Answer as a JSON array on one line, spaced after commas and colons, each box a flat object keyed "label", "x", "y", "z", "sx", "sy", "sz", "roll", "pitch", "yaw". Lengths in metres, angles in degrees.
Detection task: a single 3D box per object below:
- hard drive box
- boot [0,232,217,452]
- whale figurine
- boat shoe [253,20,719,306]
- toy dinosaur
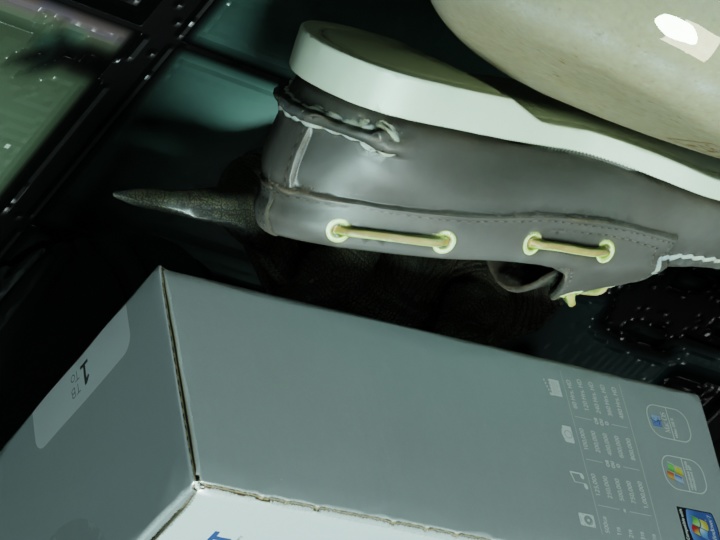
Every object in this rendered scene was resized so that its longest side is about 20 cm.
[{"label": "hard drive box", "x": -0.009, "y": 0.091, "z": 0.889, "sx": 0.199, "sy": 0.077, "sz": 0.156, "roll": 14, "pitch": 138, "yaw": -32}, {"label": "boot", "x": -0.103, "y": 0.081, "z": 0.974, "sx": 0.198, "sy": 0.074, "sz": 0.163, "roll": -30, "pitch": 142, "yaw": 9}, {"label": "whale figurine", "x": 0.117, "y": -0.084, "z": 0.837, "sx": 0.199, "sy": 0.159, "sz": 0.104, "roll": 22, "pitch": 87, "yaw": -21}, {"label": "boat shoe", "x": 0.051, "y": -0.024, "z": 0.884, "sx": 0.200, "sy": 0.072, "sz": 0.061, "roll": 13, "pitch": 104, "yaw": -39}, {"label": "toy dinosaur", "x": 0.000, "y": 0.000, "z": 0.923, "sx": 0.199, "sy": 0.103, "sz": 0.077, "roll": 13, "pitch": 138, "yaw": -26}]
